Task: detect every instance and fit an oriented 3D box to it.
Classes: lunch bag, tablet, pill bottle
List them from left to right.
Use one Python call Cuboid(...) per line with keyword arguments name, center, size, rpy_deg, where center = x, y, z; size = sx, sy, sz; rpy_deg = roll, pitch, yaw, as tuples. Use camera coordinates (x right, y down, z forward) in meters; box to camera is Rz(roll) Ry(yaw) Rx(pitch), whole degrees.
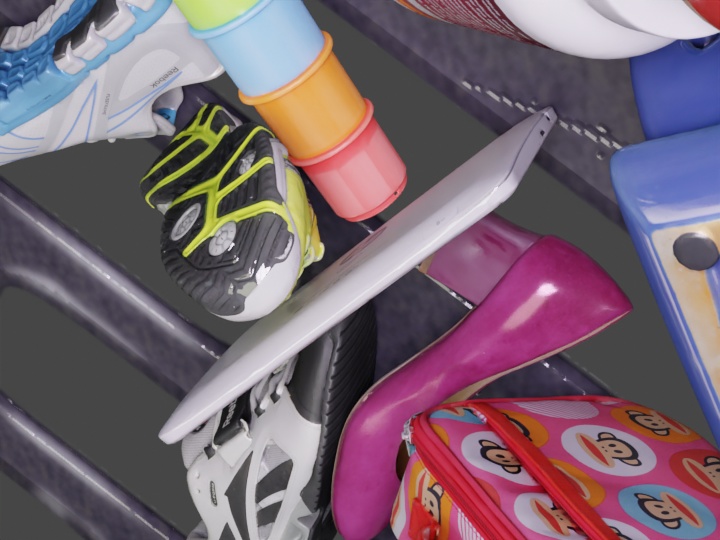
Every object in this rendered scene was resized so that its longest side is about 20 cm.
Cuboid(name="tablet", center=(0.000, 0.000, 0.910), size=(0.200, 0.130, 0.014), rpy_deg=(-36, 96, 22))
Cuboid(name="pill bottle", center=(0.075, -0.140, 0.773), size=(0.200, 0.113, 0.113), rpy_deg=(32, 143, 65))
Cuboid(name="lunch bag", center=(0.100, 0.130, 0.889), size=(0.200, 0.175, 0.082), rpy_deg=(47, 129, 53))

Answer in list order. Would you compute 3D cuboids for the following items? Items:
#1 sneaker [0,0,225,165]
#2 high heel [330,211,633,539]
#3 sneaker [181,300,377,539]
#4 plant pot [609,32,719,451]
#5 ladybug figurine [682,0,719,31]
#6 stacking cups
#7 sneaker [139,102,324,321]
Cuboid(name="sneaker", center=(-0.137, -0.082, 0.998), size=(0.087, 0.075, 0.200), rpy_deg=(32, 145, -31))
Cuboid(name="high heel", center=(0.052, 0.069, 0.981), size=(0.096, 0.067, 0.201), rpy_deg=(32, 123, 20))
Cuboid(name="sneaker", center=(-0.048, 0.086, 1.038), size=(0.088, 0.074, 0.201), rpy_deg=(23, 123, 11))
Cuboid(name="plant pot", center=(0.210, -0.021, 0.776), size=(0.199, 0.180, 0.200), rpy_deg=(-10, 121, 29))
Cuboid(name="ladybug figurine", center=(0.185, -0.131, 0.645), size=(0.199, 0.072, 0.136), rpy_deg=(-29, 122, 8))
Cuboid(name="stacking cups", center=(-0.043, -0.110, 0.927), size=(0.060, 0.061, 0.200), rpy_deg=(-17, 125, 32))
Cuboid(name="sneaker", center=(-0.045, -0.021, 0.925), size=(0.076, 0.200, 0.075), rpy_deg=(40, 99, -19))
